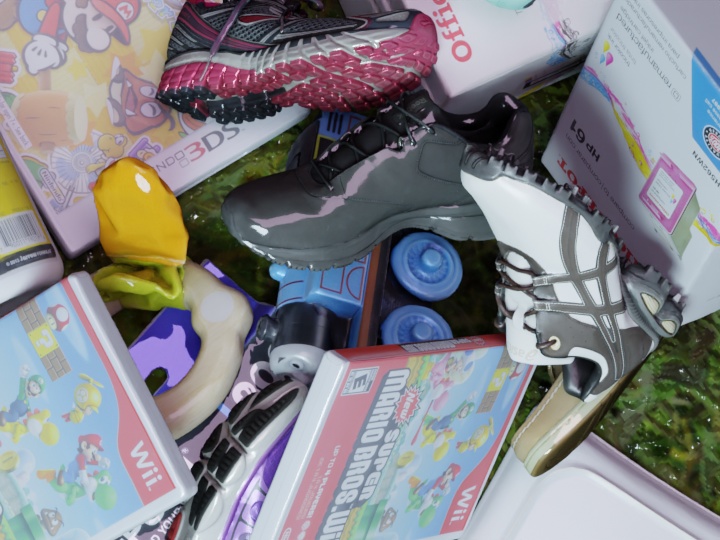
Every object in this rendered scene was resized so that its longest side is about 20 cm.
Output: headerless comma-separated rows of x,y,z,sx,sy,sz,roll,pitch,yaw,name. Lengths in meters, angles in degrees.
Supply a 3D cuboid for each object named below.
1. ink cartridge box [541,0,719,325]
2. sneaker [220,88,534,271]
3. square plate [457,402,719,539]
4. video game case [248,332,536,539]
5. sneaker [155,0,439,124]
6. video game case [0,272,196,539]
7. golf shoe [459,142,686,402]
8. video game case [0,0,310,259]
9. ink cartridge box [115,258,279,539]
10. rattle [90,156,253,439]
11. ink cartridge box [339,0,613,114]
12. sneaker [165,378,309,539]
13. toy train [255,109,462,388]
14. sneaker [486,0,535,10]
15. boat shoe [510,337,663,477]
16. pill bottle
0.201,-0.080,1.576,0.084,0.200,0.145,-24,66,-24,ink cartridge box
0.012,-0.060,1.536,0.199,0.091,0.076,-13,41,-23,sneaker
0.146,0.215,1.645,0.198,0.028,0.200,33,77,-2,square plate
0.022,0.105,1.546,0.017,0.200,0.144,34,112,32,video game case
-0.042,-0.139,1.576,0.081,0.199,0.075,26,68,-50,sneaker
-0.205,0.109,1.543,0.200,0.017,0.143,-30,84,26,video game case
0.110,0.006,1.529,0.095,0.078,0.200,-52,127,-5,golf shoe
-0.158,-0.138,1.654,0.182,0.023,0.200,-32,87,-13,video game case
-0.081,0.126,1.615,0.200,0.043,0.198,40,78,0,ink cartridge box
-0.157,0.058,1.553,0.130,0.143,0.200,38,72,11,rattle
0.096,-0.193,1.641,0.199,0.145,0.148,-24,84,-12,ink cartridge box
-0.068,0.159,1.556,0.083,0.081,0.201,22,96,-17,sneaker
0.000,0.000,1.607,0.114,0.087,0.201,16,60,-11,toy train
0.075,-0.266,1.538,0.139,0.078,0.201,24,76,-3,sneaker
0.146,0.044,1.649,0.066,0.074,0.200,37,60,8,boat shoe
-0.266,-0.061,1.578,0.112,0.112,0.201,-25,85,-12,pill bottle
